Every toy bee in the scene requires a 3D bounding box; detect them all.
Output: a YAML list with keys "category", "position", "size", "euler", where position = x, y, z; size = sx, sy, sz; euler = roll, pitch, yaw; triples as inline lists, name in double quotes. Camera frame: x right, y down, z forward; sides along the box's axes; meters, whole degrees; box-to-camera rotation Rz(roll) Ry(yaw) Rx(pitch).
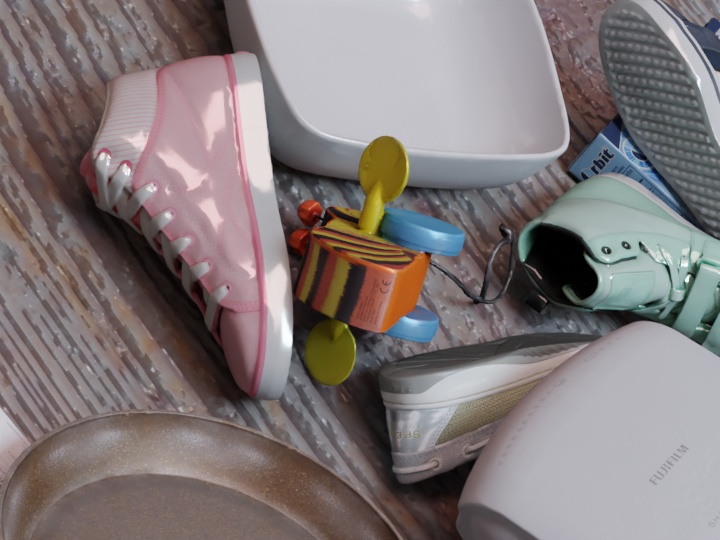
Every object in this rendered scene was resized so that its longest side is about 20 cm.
- category: "toy bee"
  position: [0.000, 0.000, 1.340]
  size: [0.109, 0.200, 0.131]
  euler: [19, 80, 19]

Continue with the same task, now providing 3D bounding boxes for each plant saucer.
- category: "plant saucer"
  position: [-0.068, 0.138, 1.088]
  size: [0.200, 0.032, 0.200]
  euler: [17, 31, -11]

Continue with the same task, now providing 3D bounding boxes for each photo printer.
- category: "photo printer"
  position: [0.161, 0.122, 1.243]
  size: [0.200, 0.069, 0.166]
  euler: [34, 59, 23]

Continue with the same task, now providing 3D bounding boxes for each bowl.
- category: "bowl"
  position: [0.009, -0.130, 1.451]
  size: [0.199, 0.075, 0.200]
  euler: [4, 56, -29]

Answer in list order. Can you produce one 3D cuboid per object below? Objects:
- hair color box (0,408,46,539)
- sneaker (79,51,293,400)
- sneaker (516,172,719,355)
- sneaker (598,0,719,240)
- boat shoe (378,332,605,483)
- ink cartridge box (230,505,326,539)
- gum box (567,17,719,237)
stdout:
- category: "hair color box"
  position: [-0.179, 0.146, 1.067]
  size: [0.109, 0.065, 0.200]
  euler: [51, 18, -5]
- category: "sneaker"
  position: [-0.095, -0.022, 1.313]
  size: [0.104, 0.075, 0.200]
  euler: [-4, 68, -12]
- category: "sneaker"
  position: [0.182, 0.021, 1.414]
  size: [0.200, 0.074, 0.118]
  euler: [31, 31, 22]
- category: "sneaker"
  position: [0.221, -0.084, 1.482]
  size: [0.079, 0.078, 0.200]
  euler: [-27, 85, -35]
- category: "boat shoe"
  position: [0.097, 0.071, 1.361]
  size: [0.202, 0.074, 0.065]
  euler: [-8, 97, -38]
- category: "ink cartridge box"
  position: [-0.037, 0.206, 1.117]
  size: [0.145, 0.084, 0.200]
  euler: [34, 34, 13]
- category: "gum box"
  position: [0.252, -0.047, 1.555]
  size: [0.200, 0.045, 0.170]
  euler: [43, 46, 3]
